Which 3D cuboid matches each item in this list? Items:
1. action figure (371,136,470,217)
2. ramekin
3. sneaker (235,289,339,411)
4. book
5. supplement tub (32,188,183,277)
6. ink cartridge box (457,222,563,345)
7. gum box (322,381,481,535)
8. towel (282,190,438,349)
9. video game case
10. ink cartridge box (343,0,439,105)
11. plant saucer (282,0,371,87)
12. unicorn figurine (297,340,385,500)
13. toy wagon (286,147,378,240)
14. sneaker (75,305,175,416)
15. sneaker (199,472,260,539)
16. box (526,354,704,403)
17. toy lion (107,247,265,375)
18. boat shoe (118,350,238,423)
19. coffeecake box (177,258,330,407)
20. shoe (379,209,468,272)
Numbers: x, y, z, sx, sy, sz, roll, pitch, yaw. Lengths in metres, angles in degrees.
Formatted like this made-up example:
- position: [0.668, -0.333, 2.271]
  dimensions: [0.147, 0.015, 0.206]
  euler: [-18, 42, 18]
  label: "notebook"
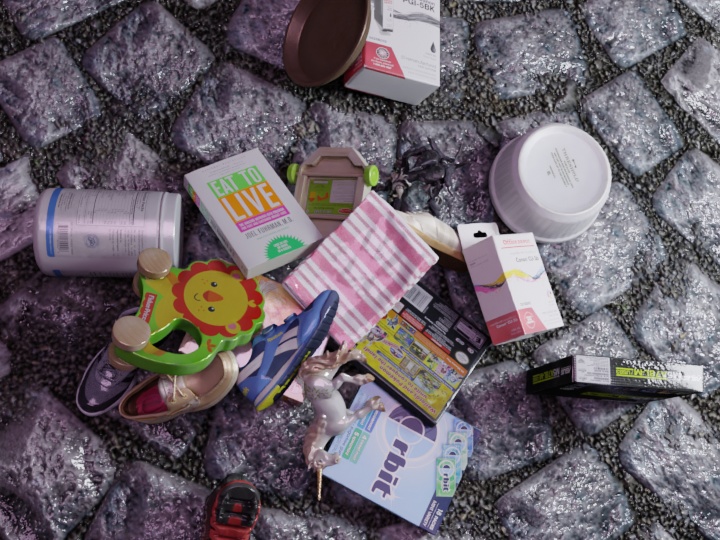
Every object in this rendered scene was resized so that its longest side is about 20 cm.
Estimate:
- position: [0.083, -0.138, 1.242]
  dimensions: [0.199, 0.102, 0.120]
  euler: [-22, 70, 9]
  label: "action figure"
- position: [0.322, -0.152, 1.282]
  dimensions: [0.201, 0.094, 0.204]
  euler: [2, 76, -7]
  label: "ramekin"
- position: [-0.107, 0.099, 1.088]
  dimensions: [0.082, 0.074, 0.200]
  euler: [37, 84, 15]
  label: "sneaker"
- position: [-0.166, -0.087, 1.175]
  dimensions: [0.133, 0.048, 0.200]
  euler: [-24, 62, -30]
  label: "book"
- position: [-0.370, -0.055, 1.145]
  dimensions: [0.198, 0.132, 0.133]
  euler: [2, 76, -8]
  label: "supplement tub"
- position: [0.236, 0.008, 1.219]
  dimensions: [0.116, 0.067, 0.201]
  euler: [-6, 74, -45]
  label: "ink cartridge box"
- position: [0.059, 0.275, 1.166]
  dimensions: [0.199, 0.045, 0.171]
  euler: [28, 74, 1]
  label: "gum box"
- position: [0.000, 0.000, 1.137]
  dimensions: [0.146, 0.030, 0.200]
  euler: [45, 89, 4]
  label: "towel"
- position: [0.082, 0.112, 1.194]
  dimensions: [0.200, 0.026, 0.181]
  euler: [38, 59, 5]
  label: "video game case"
- position: [0.054, -0.400, 1.294]
  dimensions: [0.146, 0.083, 0.202]
  euler: [8, 75, -25]
  label: "ink cartridge box"
- position: [-0.053, -0.393, 1.264]
  dimensions: [0.029, 0.199, 0.202]
  euler: [18, 70, -44]
  label: "plant saucer"
- position: [-0.035, 0.202, 1.104]
  dimensions: [0.136, 0.074, 0.201]
  euler: [-21, 102, -4]
  label: "unicorn figurine"
- position: [-0.053, -0.094, 1.210]
  dimensions: [0.154, 0.040, 0.202]
  euler: [5, 83, 29]
  label: "toy wagon"
- position: [-0.346, 0.119, 1.113]
  dimensions: [0.075, 0.114, 0.200]
  euler: [36, 74, 3]
  label: "sneaker"
- position: [-0.196, 0.379, 1.094]
  dimensions: [0.070, 0.098, 0.202]
  euler: [16, 97, -16]
  label: "sneaker"
- position: [0.376, 0.167, 1.160]
  dimensions: [0.198, 0.193, 0.048]
  euler: [6, 73, -7]
  label: "box"
- position: [-0.229, 0.060, 1.061]
  dimensions: [0.190, 0.069, 0.201]
  euler: [17, 45, -12]
  label: "toy lion"
- position: [-0.260, 0.169, 1.084]
  dimensions: [0.199, 0.069, 0.074]
  euler: [-30, 71, 24]
  label: "boat shoe"
- position: [-0.152, 0.096, 1.167]
  dimensions: [0.199, 0.073, 0.154]
  euler: [23, 73, -2]
  label: "coffeecake box"
- position: [0.102, -0.058, 1.222]
  dimensions: [0.199, 0.070, 0.054]
  euler: [27, 70, -30]
  label: "shoe"
